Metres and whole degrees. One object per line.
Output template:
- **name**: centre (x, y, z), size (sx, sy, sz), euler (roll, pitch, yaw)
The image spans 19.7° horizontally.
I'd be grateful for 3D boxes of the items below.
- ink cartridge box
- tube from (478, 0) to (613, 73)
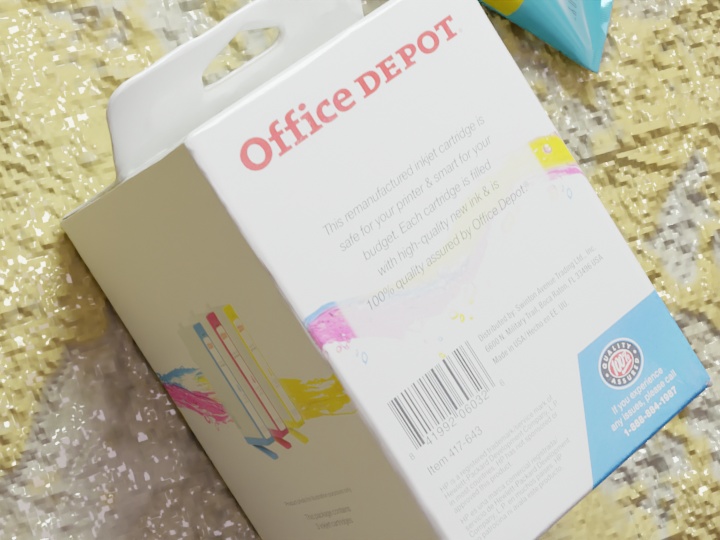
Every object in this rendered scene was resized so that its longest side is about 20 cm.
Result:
- **ink cartridge box**: centre (0.000, 0.000, 0.737), size (0.128, 0.125, 0.201), euler (-35, 96, -30)
- **tube**: centre (0.026, -0.153, 0.837), size (0.199, 0.050, 0.078), euler (23, 76, -27)
